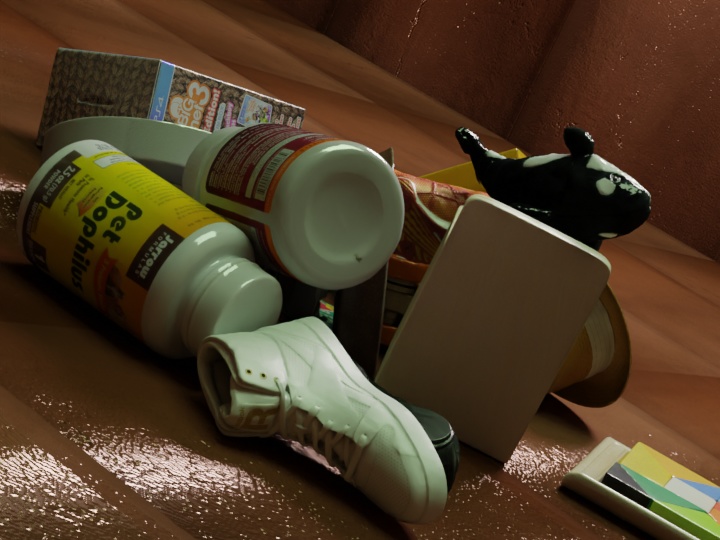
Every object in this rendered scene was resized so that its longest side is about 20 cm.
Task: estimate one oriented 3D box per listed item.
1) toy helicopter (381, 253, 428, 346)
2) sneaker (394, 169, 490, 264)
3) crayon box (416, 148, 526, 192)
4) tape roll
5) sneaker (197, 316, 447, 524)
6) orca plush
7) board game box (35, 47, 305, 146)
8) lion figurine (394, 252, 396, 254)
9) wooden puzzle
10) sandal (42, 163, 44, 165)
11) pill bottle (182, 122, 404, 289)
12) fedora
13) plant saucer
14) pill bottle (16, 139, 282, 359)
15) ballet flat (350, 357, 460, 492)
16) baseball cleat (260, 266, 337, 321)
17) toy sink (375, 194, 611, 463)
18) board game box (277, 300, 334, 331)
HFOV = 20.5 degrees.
[{"bbox_3d":[0.032,0.022,1.870,0.131,0.080,0.199,11,5,-32],"label":"toy helicopter"},{"bbox_3d":[0.085,-0.041,1.736,0.199,0.073,0.077,26,39,16],"label":"sneaker"},{"bbox_3d":[0.109,-0.064,1.879,0.126,0.051,0.200,-15,-11,13],"label":"crayon box"},{"bbox_3d":[-0.176,-0.081,1.696,0.200,0.037,0.203,7,-14,2],"label":"tape roll"},{"bbox_3d":[-0.036,0.109,1.353,0.115,0.074,0.200,-6,36,-38],"label":"sneaker"},{"bbox_3d":[0.142,-0.070,1.635,0.071,0.106,0.200,-15,39,-39],"label":"orca plush"},{"bbox_3d":[-0.183,-0.139,1.927,0.158,0.098,0.199,12,-2,43],"label":"board game box"},{"bbox_3d":[-0.026,-0.042,1.949,0.198,0.073,0.123,4,-22,1],"label":"lion figurine"},{"bbox_3d":[0.274,0.200,1.691,0.184,0.038,0.200,29,11,14],"label":"wooden puzzle"},{"bbox_3d":[-0.192,-0.025,1.655,0.200,0.048,0.075,34,3,-38],"label":"sandal"},{"bbox_3d":[-0.057,-0.055,1.521,0.109,0.111,0.200,20,0,-30],"label":"pill bottle"},{"bbox_3d":[0.165,0.057,1.883,0.081,0.202,0.200,-28,46,-33],"label":"fedora"},{"bbox_3d":[0.000,0.000,1.606,0.036,0.203,0.201,4,13,-3],"label":"plant saucer"},{"bbox_3d":[-0.154,-0.008,1.470,0.199,0.110,0.109,32,12,29],"label":"pill bottle"},{"bbox_3d":[-0.006,0.108,1.482,0.066,0.057,0.199,-21,36,-37],"label":"ballet flat"},{"bbox_3d":[-0.078,-0.003,1.639,0.105,0.070,0.200,17,2,-9],"label":"baseball cleat"},{"bbox_3d":[0.112,0.029,1.629,0.129,0.201,0.112,25,25,0],"label":"toy sink"},{"bbox_3d":[-0.070,0.042,1.661,0.095,0.030,0.200,26,13,-2],"label":"board game box"}]
